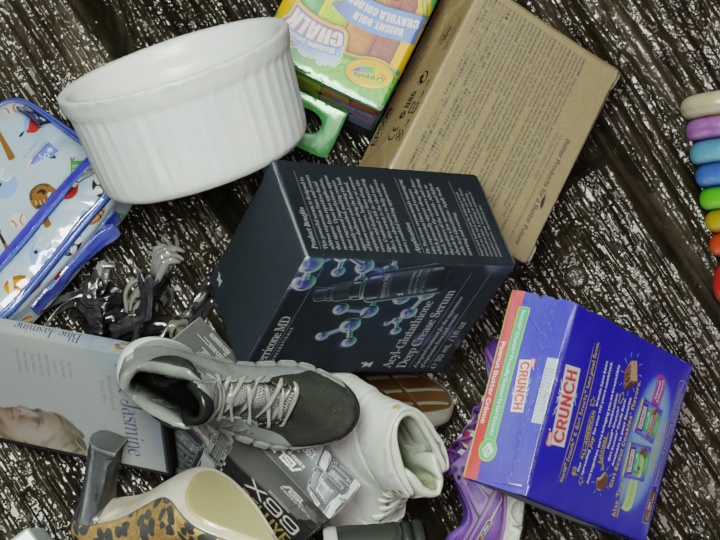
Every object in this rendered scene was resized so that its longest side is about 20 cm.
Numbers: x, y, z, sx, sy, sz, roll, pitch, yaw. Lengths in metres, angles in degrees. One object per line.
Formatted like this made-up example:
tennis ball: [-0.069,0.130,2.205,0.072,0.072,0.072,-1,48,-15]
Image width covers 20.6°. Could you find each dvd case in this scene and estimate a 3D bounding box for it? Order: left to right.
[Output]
dvd case: [-0.255,0.104,1.681,0.200,0.143,0.018,10,42,13]

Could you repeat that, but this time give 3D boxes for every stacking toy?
stacking toy: [0.344,-0.062,1.802,0.085,0.085,0.200,-6,87,-6]

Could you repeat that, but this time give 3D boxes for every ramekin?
ramekin: [-0.141,-0.131,1.642,0.200,0.200,0.098,-21,108,-7]

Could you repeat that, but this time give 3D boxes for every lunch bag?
lunch bag: [-0.299,-0.047,1.723,0.160,0.076,0.200,36,80,21]

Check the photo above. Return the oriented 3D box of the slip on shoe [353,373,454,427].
slip on shoe: [-0.018,0.132,1.755,0.200,0.076,0.061,-4,126,-16]

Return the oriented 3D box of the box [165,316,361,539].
box: [-0.109,0.154,1.692,0.200,0.158,0.050,47,54,2]

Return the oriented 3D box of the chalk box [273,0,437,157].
chalk box: [-0.016,-0.203,1.764,0.125,0.124,0.200,25,81,-1]

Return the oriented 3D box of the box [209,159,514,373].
box: [0.000,0.000,1.649,0.200,0.149,0.107,2,49,-29]

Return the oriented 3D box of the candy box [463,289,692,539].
candy box: [0.189,0.128,1.705,0.077,0.200,0.169,9,78,40]

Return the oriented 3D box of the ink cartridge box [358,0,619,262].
ink cartridge box: [0.113,-0.131,1.765,0.165,0.075,0.200,31,79,-24]

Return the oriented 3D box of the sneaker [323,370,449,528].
sneaker: [0.023,0.188,1.680,0.074,0.115,0.200,-33,126,-31]

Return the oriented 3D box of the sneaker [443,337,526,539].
sneaker: [0.110,0.156,1.753,0.083,0.081,0.200,6,82,3]

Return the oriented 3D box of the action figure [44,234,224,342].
action figure: [-0.172,0.020,1.730,0.200,0.119,0.102,7,101,-13]

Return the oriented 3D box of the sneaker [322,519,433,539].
sneaker: [0.033,0.290,1.682,0.099,0.071,0.200,-11,126,2]

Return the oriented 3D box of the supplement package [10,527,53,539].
supplement package: [-0.272,0.339,1.656,0.151,0.152,0.200,-37,87,-8]

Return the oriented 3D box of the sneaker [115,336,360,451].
sneaker: [-0.098,0.107,1.554,0.200,0.115,0.075,11,96,-3]

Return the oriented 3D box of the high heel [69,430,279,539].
high heel: [-0.156,0.233,1.685,0.200,0.143,0.071,27,36,18]
